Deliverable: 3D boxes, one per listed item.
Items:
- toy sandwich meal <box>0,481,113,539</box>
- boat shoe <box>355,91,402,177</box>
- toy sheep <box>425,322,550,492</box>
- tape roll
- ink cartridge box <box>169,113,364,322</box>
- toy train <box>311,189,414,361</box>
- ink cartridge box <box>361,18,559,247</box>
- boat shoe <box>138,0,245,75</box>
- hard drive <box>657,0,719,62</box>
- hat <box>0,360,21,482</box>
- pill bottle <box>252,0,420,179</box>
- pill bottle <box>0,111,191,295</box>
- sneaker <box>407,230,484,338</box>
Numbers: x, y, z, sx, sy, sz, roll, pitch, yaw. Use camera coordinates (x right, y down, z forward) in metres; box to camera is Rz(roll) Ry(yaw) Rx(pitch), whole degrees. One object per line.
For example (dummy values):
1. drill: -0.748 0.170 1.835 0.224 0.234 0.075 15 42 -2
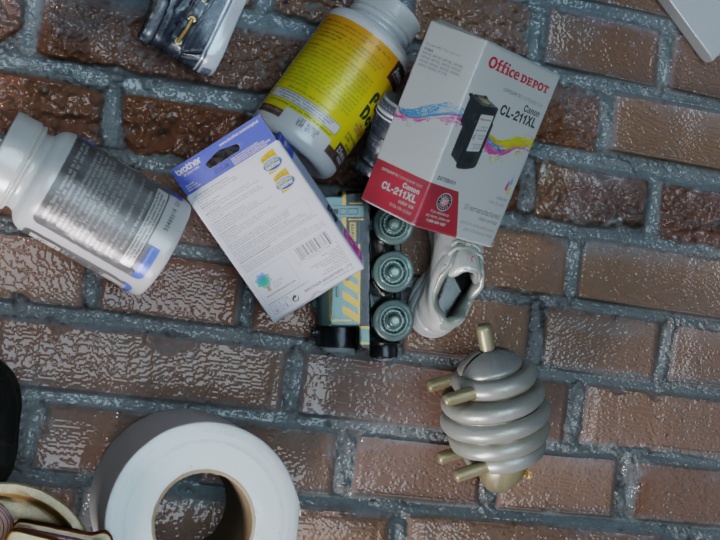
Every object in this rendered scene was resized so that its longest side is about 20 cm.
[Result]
1. toy sandwich meal: -0.333 0.298 1.302 0.203 0.070 0.207 -1 92 -18
2. boat shoe: 0.073 -0.143 1.538 0.199 0.071 0.091 1 124 -49
3. toy sheep: 0.148 0.156 1.545 0.137 0.138 0.202 -14 112 -17
4. tape roll: -0.176 0.251 1.438 0.201 0.139 0.205 0 90 -17
5. ink cartridge box: -0.096 -0.057 1.450 0.119 0.042 0.201 -30 110 13
6. toy train: 0.000 0.000 1.527 0.113 0.085 0.202 0 93 -4
7. ink cartridge box: 0.106 -0.141 1.442 0.145 0.083 0.201 12 102 -49
8. boat shoe: -0.161 -0.316 1.466 0.090 0.071 0.202 24 84 -17
9. hard drive: 0.454 -0.370 1.692 0.200 0.026 0.132 -43 102 -13
10. hat: -0.437 0.161 1.377 0.199 0.081 0.202 14 60 -26
11. pill bottle: -0.022 -0.207 1.499 0.109 0.109 0.201 38 80 -14
12. pill bottle: -0.285 -0.070 1.414 0.199 0.114 0.114 31 81 -16
13. sneaker: 0.115 -0.020 1.548 0.077 0.099 0.202 11 87 -17
